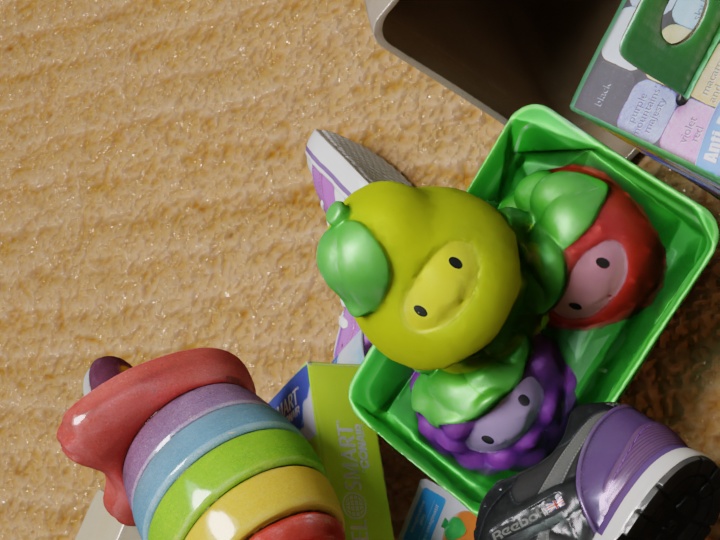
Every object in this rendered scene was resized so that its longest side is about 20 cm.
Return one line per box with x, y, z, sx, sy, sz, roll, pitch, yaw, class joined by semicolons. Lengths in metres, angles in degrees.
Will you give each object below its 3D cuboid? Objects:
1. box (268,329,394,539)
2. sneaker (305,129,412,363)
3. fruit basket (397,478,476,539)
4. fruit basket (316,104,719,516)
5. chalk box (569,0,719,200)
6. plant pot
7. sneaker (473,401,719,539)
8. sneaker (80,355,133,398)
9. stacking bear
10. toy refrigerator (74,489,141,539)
-0.027;0.150;0.870;0.122;0.047;0.202;-47;44;51;box
0.000;0.000;0.937;0.115;0.072;0.201;-53;49;20;sneaker
0.057;0.232;0.797;0.199;0.093;0.187;22;92;47;fruit basket
0.073;0.019;0.761;0.155;0.215;0.217;36;102;26;fruit basket
0.198;-0.094;0.698;0.124;0.199;0.126;34;100;42;chalk box
0.111;-0.208;0.833;0.200;0.199;0.178;-48;38;20;plant pot
0.083;0.152;0.707;0.200;0.076;0.087;-46;42;-7;sneaker
-0.119;0.114;1.012;0.090;0.075;0.200;-49;57;12;sneaker
-0.058;0.145;0.771;0.113;0.122;0.200;-34;53;-11;stacking bear
-0.165;0.246;0.894;0.076;0.070;0.202;1;66;64;toy refrigerator
